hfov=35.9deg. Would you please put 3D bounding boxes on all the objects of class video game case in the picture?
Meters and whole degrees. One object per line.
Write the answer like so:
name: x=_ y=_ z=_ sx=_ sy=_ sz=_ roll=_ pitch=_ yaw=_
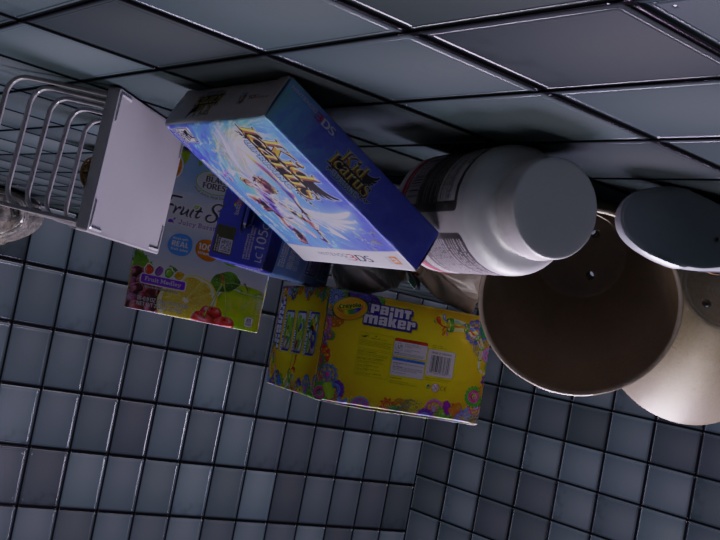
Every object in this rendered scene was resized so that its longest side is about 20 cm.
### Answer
video game case: x=-0.054 y=-0.080 z=0.972 sx=0.200 sy=0.046 sz=0.180 roll=44 pitch=158 yaw=-29

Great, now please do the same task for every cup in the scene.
cup: x=0.393 y=0.056 z=1.281 sx=0.197 sy=0.202 sz=0.144 roll=11 pitch=150 yaw=2
cup: x=0.226 y=0.007 z=1.148 sx=0.197 sy=0.203 sz=0.143 roll=11 pitch=-156 yaw=7

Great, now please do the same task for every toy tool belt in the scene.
toy tool belt: x=0.085 y=-0.042 z=1.293 sx=0.121 sy=0.126 sz=0.201 roll=19 pitch=-157 yaw=-11

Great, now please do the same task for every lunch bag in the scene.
lunch bag: x=-0.885 y=-0.134 z=2.748 sx=0.165 sy=0.141 sz=0.200 roll=-5 pitch=180 yaw=-3

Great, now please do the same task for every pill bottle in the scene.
pill bottle: x=0.116 y=-0.052 z=0.972 sx=0.109 sy=0.112 sz=0.200 roll=13 pitch=177 yaw=-23

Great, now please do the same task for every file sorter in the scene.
file sorter: x=-0.283 y=-0.109 z=1.159 sx=0.123 sy=0.141 sz=0.200 roll=13 pitch=177 yaw=11

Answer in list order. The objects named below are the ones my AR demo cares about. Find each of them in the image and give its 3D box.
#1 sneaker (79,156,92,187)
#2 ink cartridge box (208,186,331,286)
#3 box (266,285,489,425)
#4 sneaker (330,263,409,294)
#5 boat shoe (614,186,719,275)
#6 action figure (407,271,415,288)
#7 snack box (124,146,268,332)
sneaker: x=-0.291 y=-0.126 z=1.580 sx=0.198 sy=0.068 sz=0.090 roll=11 pitch=-176 yaw=14
ink cartridge box: x=-0.093 y=-0.062 z=1.242 sx=0.076 sy=0.138 sz=0.200 roll=14 pitch=178 yaw=25
box: x=0.017 y=0.095 z=1.282 sx=0.198 sy=0.124 sz=0.192 roll=11 pitch=175 yaw=-20
sneaker: x=0.000 y=0.000 z=1.314 sx=0.080 sy=0.077 sz=0.200 roll=-19 pitch=169 yaw=12
boat shoe: x=0.317 y=-0.027 z=1.030 sx=0.197 sy=0.072 sz=0.091 roll=10 pitch=173 yaw=-10
action figure: x=0.001 y=-0.064 z=1.447 sx=0.198 sy=0.055 sz=0.119 roll=24 pitch=-139 yaw=2
snack box: x=-0.186 y=-0.041 z=1.355 sx=0.166 sy=0.203 sz=0.068 roll=11 pitch=-173 yaw=-6
